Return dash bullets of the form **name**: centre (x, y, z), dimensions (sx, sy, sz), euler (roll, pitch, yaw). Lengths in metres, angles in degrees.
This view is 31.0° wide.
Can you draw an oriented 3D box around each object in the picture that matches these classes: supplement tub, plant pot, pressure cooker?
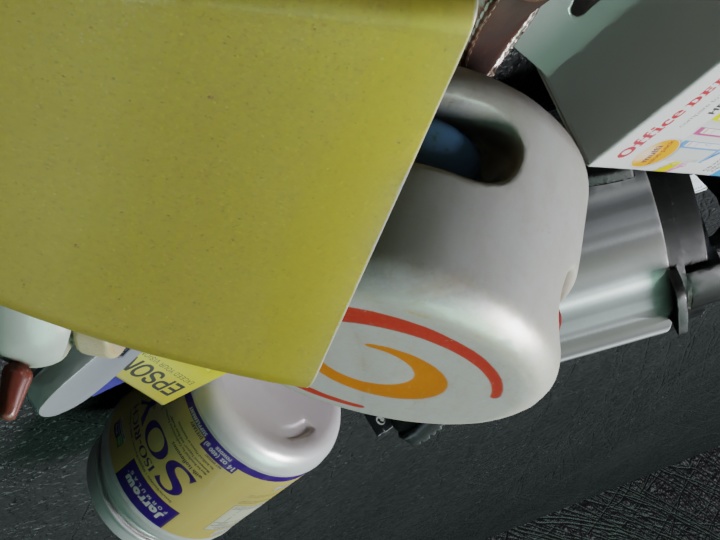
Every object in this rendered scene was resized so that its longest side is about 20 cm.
- **supplement tub**: centre (-0.126, 0.138, 1.079), dimensions (0.144, 0.147, 0.200), euler (0, 149, -46)
- **plant pot**: centre (-0.091, -0.095, 0.479), dimensions (0.174, 0.202, 0.201), euler (3, 139, -20)
- **pressure cooker**: centre (0.160, -0.032, 0.915), dimensions (0.197, 0.178, 0.179), euler (-15, 176, 2)

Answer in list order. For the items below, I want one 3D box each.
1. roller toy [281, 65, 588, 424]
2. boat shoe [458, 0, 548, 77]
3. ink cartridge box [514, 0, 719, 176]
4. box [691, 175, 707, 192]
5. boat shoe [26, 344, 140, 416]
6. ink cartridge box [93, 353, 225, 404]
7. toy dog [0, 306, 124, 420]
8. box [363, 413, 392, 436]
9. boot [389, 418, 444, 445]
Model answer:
- **roller toy**: centre (0.023, -0.015, 0.659), dimensions (0.181, 0.141, 0.199), euler (-7, 148, 40)
- **boat shoe**: centre (0.087, -0.163, 0.595), dimensions (0.070, 0.070, 0.201), euler (-35, 155, -50)
- **ink cartridge box**: centre (0.192, -0.142, 0.768), dimensions (0.198, 0.126, 0.128), euler (-3, 151, -44)
- **box**: centre (0.279, -0.132, 0.977), dimensions (0.115, 0.061, 0.200), euler (-22, 159, -5)
- **boat shoe**: centre (-0.132, 0.001, 0.775), dimensions (0.200, 0.066, 0.072), euler (-42, 165, 11)
- **ink cartridge box**: centre (-0.152, 0.031, 0.899), dimensions (0.198, 0.047, 0.198), euler (-29, 149, 10)
- **toy dog**: centre (-0.178, 0.000, 0.641), dimensions (0.130, 0.097, 0.201), euler (-6, 143, 20)
- **box**: centre (0.089, 0.044, 1.101), dimensions (0.141, 0.079, 0.199), euler (-36, 175, 36)
- **boot**: centre (0.001, -0.001, 0.813), dimensions (0.165, 0.199, 0.066), euler (-52, -173, 31)
